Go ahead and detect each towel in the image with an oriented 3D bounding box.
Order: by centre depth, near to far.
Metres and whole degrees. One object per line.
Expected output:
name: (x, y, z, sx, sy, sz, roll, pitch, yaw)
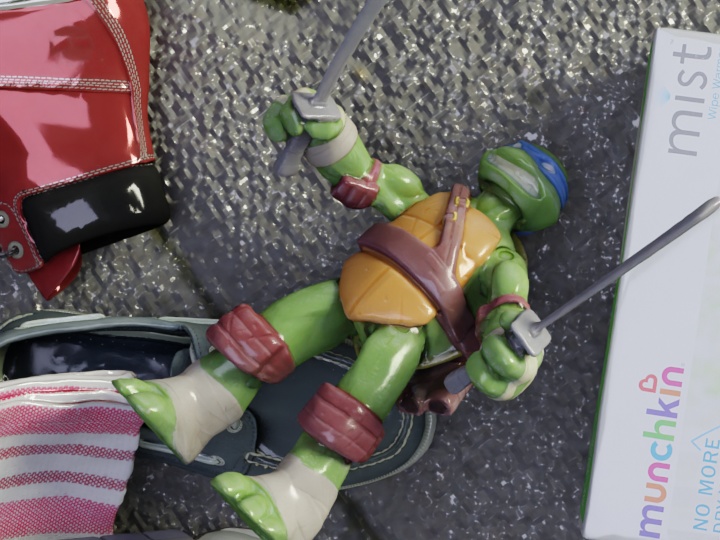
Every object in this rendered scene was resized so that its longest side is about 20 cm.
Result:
towel: (-0.163, 0.135, 0.877, 0.030, 0.146, 0.201, 38, 124, 41)

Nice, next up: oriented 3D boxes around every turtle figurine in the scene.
turtle figurine: (0.000, 0.000, 0.823, 0.144, 0.200, 0.194, 45, 81, -3)

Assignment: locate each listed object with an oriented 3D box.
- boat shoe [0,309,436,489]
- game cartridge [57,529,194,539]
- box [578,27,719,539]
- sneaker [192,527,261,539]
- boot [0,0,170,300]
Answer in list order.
boat shoe: (-0.069, 0.055, 0.921, 0.199, 0.062, 0.073, 9, 91, 10)
game cartridge: (-0.142, 0.203, 0.891, 0.038, 0.129, 0.201, 35, 116, 49)
box: (0.187, 0.015, 0.856, 0.176, 0.097, 0.201, 9, 93, 8)
sneaker: (-0.011, 0.189, 0.897, 0.076, 0.092, 0.200, -44, 82, 9)
boot: (-0.185, -0.054, 0.940, 0.199, 0.072, 0.145, -6, 91, 7)
